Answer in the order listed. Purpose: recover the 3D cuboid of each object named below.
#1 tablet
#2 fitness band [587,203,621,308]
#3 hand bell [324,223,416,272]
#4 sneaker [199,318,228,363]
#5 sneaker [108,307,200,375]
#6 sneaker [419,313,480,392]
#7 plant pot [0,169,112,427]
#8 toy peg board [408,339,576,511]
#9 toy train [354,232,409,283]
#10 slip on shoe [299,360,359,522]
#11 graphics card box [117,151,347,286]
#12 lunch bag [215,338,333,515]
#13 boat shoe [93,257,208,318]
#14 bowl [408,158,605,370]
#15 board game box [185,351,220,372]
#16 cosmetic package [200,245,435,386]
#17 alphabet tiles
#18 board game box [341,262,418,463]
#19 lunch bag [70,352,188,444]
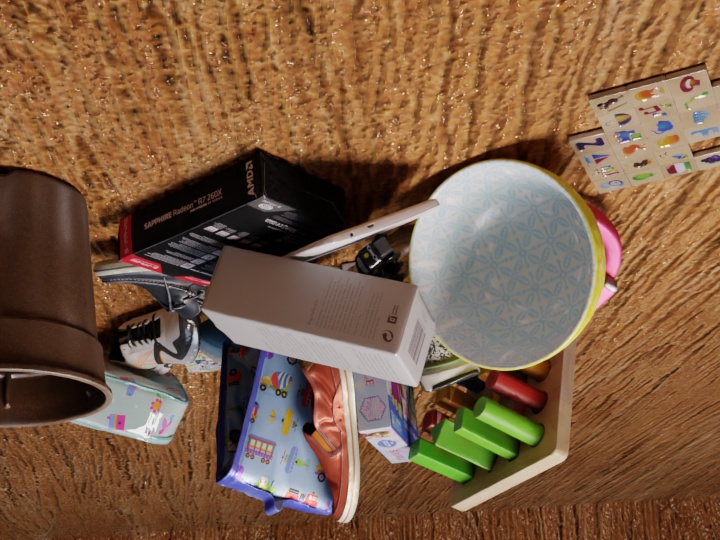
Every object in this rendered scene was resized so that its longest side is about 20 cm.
[{"bbox_3d":[-0.022,-0.028,1.080,0.130,0.014,0.200,-21,180,-30],"label":"tablet"},{"bbox_3d":[0.187,0.007,1.174,0.143,0.037,0.200,33,122,-18],"label":"fitness band"},{"bbox_3d":[0.000,0.000,1.177,0.200,0.104,0.104,-34,146,31],"label":"hand bell"},{"bbox_3d":[-0.114,0.056,1.320,0.199,0.080,0.131,-2,148,9],"label":"sneaker"},{"bbox_3d":[-0.255,0.086,1.360,0.080,0.074,0.200,10,155,-28],"label":"sneaker"},{"bbox_3d":[0.083,0.065,1.180,0.077,0.089,0.200,-16,-173,-2],"label":"sneaker"},{"bbox_3d":[-0.329,0.025,1.012,0.200,0.199,0.200,-3,160,-1],"label":"plant pot"},{"bbox_3d":[0.148,0.146,1.278,0.098,0.200,0.200,27,141,-19],"label":"toy peg board"},{"bbox_3d":[0.022,0.012,1.086,0.046,0.034,0.200,-33,162,-4],"label":"toy train"},{"bbox_3d":[-0.034,0.183,1.214,0.061,0.201,0.074,-6,-168,-6],"label":"slip on shoe"},{"bbox_3d":[-0.127,-0.045,1.076,0.200,0.051,0.125,-20,155,35],"label":"graphics card box"},{"bbox_3d":[-0.084,0.181,1.254,0.150,0.200,0.094,27,143,-34],"label":"lunch bag"},{"bbox_3d":[-0.195,0.020,1.199,0.200,0.062,0.075,10,176,-35],"label":"boat shoe"},{"bbox_3d":[0.157,-0.008,1.068,0.200,0.201,0.108,-20,172,35],"label":"bowl"},{"bbox_3d":[-0.143,0.101,1.483,0.199,0.029,0.135,-4,160,-2],"label":"board game box"},{"bbox_3d":[-0.038,0.044,1.046,0.199,0.071,0.101,12,160,18],"label":"cosmetic package"},{"bbox_3d":[0.280,-0.128,1.007,0.167,0.008,0.200,-13,157,21],"label":"alphabet tiles"},{"bbox_3d":[0.027,0.114,1.314,0.041,0.200,0.200,-10,159,9],"label":"board game box"},{"bbox_3d":[-0.326,0.156,1.422,0.200,0.077,0.160,20,-179,-23],"label":"lunch bag"}]
